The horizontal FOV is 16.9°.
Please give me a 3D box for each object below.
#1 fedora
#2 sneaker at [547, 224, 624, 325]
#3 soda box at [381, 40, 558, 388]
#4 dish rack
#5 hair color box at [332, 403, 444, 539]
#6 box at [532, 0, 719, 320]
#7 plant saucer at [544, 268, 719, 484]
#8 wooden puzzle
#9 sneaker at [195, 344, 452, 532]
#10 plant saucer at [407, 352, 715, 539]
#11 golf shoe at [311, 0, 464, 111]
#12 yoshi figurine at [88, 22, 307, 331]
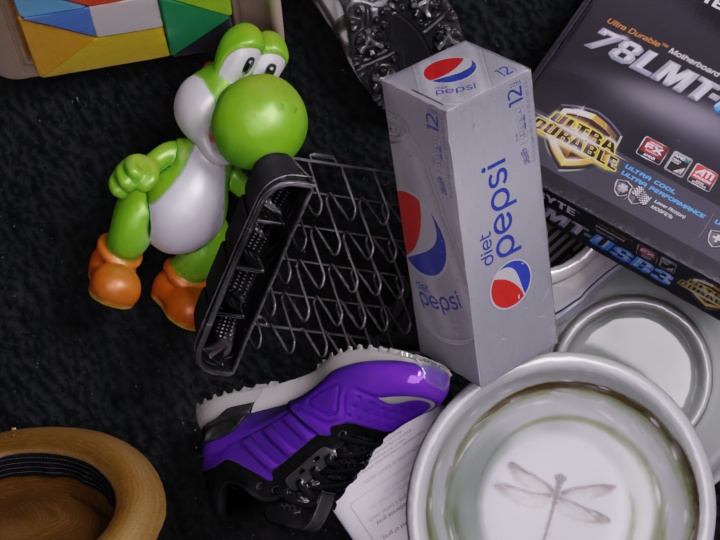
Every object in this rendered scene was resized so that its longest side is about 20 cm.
[{"bbox_3d":[-0.216,0.183,1.558,0.200,0.201,0.082,-15,126,-1],"label":"fedora"},{"bbox_3d":[0.167,-0.044,1.573,0.073,0.071,0.200,38,78,27],"label":"sneaker"},{"bbox_3d":[0.068,-0.033,1.472,0.068,0.063,0.200,-28,127,-27],"label":"soda box"},{"bbox_3d":[0.000,0.000,1.543,0.200,0.055,0.153,7,126,-27],"label":"dish rack"},{"bbox_3d":[0.061,0.185,1.608,0.099,0.061,0.200,-34,94,0],"label":"hair color box"},{"bbox_3d":[0.207,-0.090,1.535,0.200,0.050,0.199,30,66,13],"label":"box"},{"bbox_3d":[0.178,0.068,1.611,0.200,0.050,0.200,0,93,-3],"label":"plant saucer"},{"bbox_3d":[-0.150,-0.169,1.516,0.200,0.185,0.037,-5,69,-1],"label":"wooden puzzle"},{"bbox_3d":[-0.022,0.115,1.530,0.070,0.200,0.100,24,57,-43],"label":"sneaker"},{"bbox_3d":[0.125,0.153,1.550,0.200,0.050,0.200,0,88,-9],"label":"plant saucer"},{"bbox_3d":[0.003,-0.186,1.576,0.078,0.095,0.200,-32,121,0],"label":"golf shoe"},{"bbox_3d":[-0.095,-0.056,1.538,0.112,0.112,0.200,31,109,15],"label":"yoshi figurine"}]
